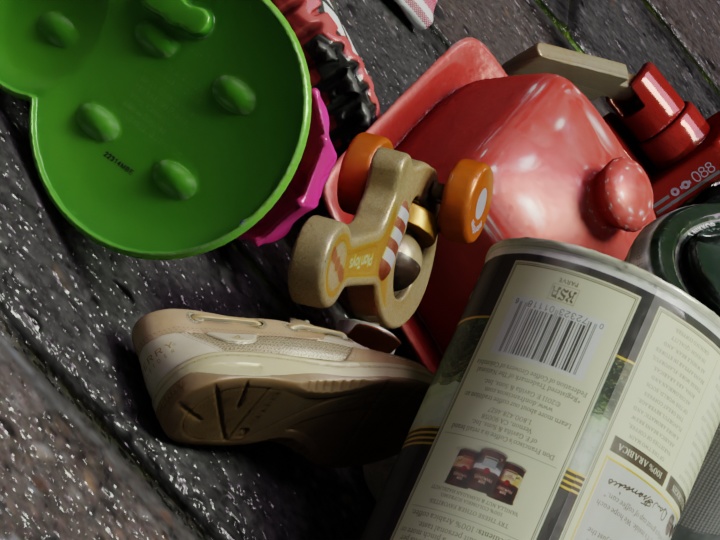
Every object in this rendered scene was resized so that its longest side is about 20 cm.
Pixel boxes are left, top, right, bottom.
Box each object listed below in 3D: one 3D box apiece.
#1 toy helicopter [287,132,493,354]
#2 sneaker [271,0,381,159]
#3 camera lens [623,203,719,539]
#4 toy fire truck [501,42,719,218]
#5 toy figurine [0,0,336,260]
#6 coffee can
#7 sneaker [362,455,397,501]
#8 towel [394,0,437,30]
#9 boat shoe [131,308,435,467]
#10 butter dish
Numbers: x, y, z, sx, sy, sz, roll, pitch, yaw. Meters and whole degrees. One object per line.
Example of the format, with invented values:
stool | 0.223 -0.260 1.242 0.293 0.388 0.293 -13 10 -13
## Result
toy helicopter | 0.000 0.000 1.538 0.079 0.133 0.200 16 9 17
sneaker | -0.038 -0.137 1.734 0.201 0.071 0.098 61 14 -3
camera lens | 0.196 0.075 1.614 0.159 0.200 0.160 15 38 -12
toy fire truck | 0.151 -0.067 1.884 0.200 0.176 0.129 50 23 -12
toy figurine | -0.092 -0.080 1.521 0.200 0.150 0.184 35 2 18
coffee can | 0.091 0.105 1.438 0.146 0.146 0.200 38 69 -36
sneaker | 0.087 0.154 1.579 0.200 0.075 0.084 55 27 0
towel | 0.004 -0.270 2.068 0.146 0.030 0.200 45 27 -25
boat shoe | -0.030 0.052 1.466 0.200 0.071 0.065 12 39 -46
butter dish | 0.108 -0.030 1.691 0.199 0.148 0.200 -46 111 -42
